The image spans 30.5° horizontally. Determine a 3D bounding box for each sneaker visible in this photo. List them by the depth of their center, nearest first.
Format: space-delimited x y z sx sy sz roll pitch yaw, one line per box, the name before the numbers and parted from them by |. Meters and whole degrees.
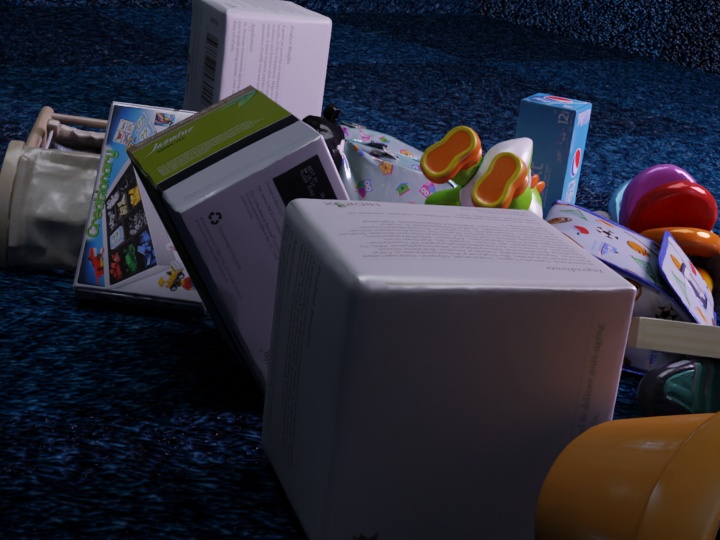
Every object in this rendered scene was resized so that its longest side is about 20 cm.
sneaker | 0.290 0.109 1.148 0.200 0.075 0.087 7 4 -39

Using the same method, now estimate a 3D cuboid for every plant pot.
plant pot | 0.204 0.163 0.766 0.200 0.201 0.183 -3 4 -29

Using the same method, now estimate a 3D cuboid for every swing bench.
swing bench | -0.264 -0.079 1.392 0.198 0.130 0.200 7 18 -3

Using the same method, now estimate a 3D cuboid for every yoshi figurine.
yoshi figurine | 0.110 -0.047 1.188 0.112 0.113 0.200 -9 -18 15

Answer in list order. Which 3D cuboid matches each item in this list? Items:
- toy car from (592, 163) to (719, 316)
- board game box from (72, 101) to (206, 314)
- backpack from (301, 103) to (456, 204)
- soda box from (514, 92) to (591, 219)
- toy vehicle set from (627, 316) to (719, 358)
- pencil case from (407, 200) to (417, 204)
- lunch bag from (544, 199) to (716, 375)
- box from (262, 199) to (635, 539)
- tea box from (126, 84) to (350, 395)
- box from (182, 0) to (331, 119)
toy car | 0.333 -0.041 1.467 0.174 0.150 0.200 4 18 -9
board game box | -0.198 -0.063 1.288 0.126 0.201 0.035 8 -20 1
backpack | 0.014 -0.077 1.485 0.199 0.167 0.127 13 21 -22
soda box | 0.208 -0.096 1.507 0.068 0.201 0.064 15 19 22
toy vehicle set | 0.332 0.065 1.135 0.199 0.027 0.124 7 -1 7
pencil case | 0.100 0.028 1.156 0.200 0.088 0.087 38 22 3
lunch bag | 0.259 0.022 1.307 0.200 0.124 0.170 25 21 7
box | 0.051 0.070 0.913 0.199 0.200 0.171 1 19 -18
tea box | -0.083 -0.026 1.128 0.133 0.200 0.197 -28 26 -10
box | -0.162 -0.308 2.016 0.171 0.200 0.200 0 19 -22
